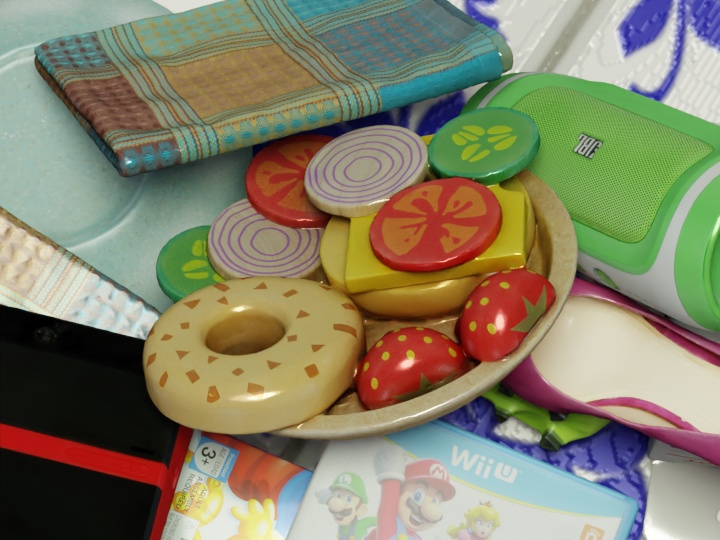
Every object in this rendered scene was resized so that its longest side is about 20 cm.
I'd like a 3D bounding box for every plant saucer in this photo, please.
[{"bbox_3d":[-0.154,-0.058,1.291,0.199,0.039,0.203,0,76,1],"label":"plant saucer"}]

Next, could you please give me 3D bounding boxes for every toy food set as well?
[{"bbox_3d":[0.000,0.000,1.163,0.199,0.049,0.199,-10,39,12],"label":"toy food set"}]

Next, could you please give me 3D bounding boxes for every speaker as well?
[{"bbox_3d":[0.126,-0.035,1.204,0.089,0.089,0.200,-48,36,-10],"label":"speaker"}]

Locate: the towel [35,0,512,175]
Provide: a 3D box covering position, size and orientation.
[{"bbox_3d":[-0.044,-0.102,1.234,0.199,0.147,0.022,-15,120,-18],"label":"towel"}]

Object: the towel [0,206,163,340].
[{"bbox_3d":[-0.195,0.072,1.199,0.146,0.022,0.201,33,82,2],"label":"towel"}]

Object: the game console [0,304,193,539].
[{"bbox_3d":[-0.178,0.074,1.118,0.199,0.031,0.177,13,38,0],"label":"game console"}]

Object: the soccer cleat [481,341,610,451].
[{"bbox_3d":[0.044,0.013,1.264,0.199,0.068,0.081,30,58,9],"label":"soccer cleat"}]

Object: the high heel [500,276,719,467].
[{"bbox_3d":[0.124,0.043,1.166,0.199,0.096,0.068,32,80,13],"label":"high heel"}]

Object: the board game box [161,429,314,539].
[{"bbox_3d":[-0.003,0.164,1.199,0.199,0.103,0.105,22,76,6],"label":"board game box"}]

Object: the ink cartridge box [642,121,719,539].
[{"bbox_3d":[0.205,0.038,1.247,0.114,0.068,0.201,7,76,4],"label":"ink cartridge box"}]

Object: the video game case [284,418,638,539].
[{"bbox_3d":[0.024,0.165,1.126,0.142,0.018,0.201,21,65,6],"label":"video game case"}]
